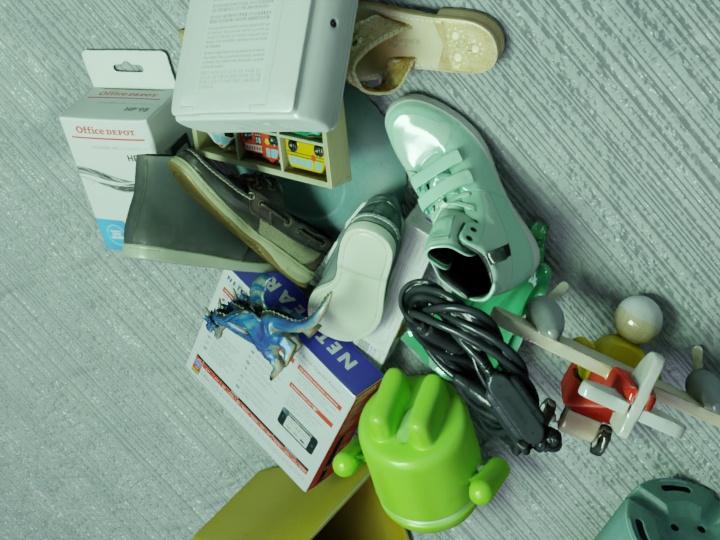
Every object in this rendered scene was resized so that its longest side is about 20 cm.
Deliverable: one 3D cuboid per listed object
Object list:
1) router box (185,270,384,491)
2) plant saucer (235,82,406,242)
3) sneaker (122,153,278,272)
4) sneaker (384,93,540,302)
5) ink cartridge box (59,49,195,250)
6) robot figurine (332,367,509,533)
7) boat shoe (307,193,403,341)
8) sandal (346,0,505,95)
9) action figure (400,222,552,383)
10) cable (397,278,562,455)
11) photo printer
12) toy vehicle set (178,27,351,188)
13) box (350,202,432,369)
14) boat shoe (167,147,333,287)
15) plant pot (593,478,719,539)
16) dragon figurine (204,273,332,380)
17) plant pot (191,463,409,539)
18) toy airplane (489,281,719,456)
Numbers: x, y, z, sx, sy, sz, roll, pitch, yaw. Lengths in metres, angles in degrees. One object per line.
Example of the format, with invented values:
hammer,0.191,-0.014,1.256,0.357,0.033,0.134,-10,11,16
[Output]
router box,-0.083,0.106,1.673,0.200,0.049,0.180,45,138,16
plant saucer,-0.052,-0.102,1.528,0.199,0.039,0.203,17,132,20
sneaker,-0.136,-0.056,1.560,0.074,0.198,0.108,8,92,51
sneaker,0.077,-0.065,1.397,0.074,0.118,0.201,-37,87,29
ink cartridge box,-0.228,-0.118,1.608,0.115,0.067,0.202,5,127,30
robot figurine,0.064,0.188,1.619,0.173,0.116,0.201,6,141,19
boat shoe,0.000,0.000,1.534,0.072,0.062,0.201,22,145,0
sandal,0.018,-0.188,1.387,0.210,0.070,0.078,3,125,30
action figure,0.128,0.030,1.507,0.118,0.055,0.201,34,129,6
cable,0.103,0.083,1.438,0.201,0.051,0.163,52,172,-13
photo printer,-0.077,-0.220,1.357,0.165,0.203,0.069,3,171,41
toy vehicle set,-0.090,-0.154,1.461,0.199,0.026,0.126,16,121,44
box,0.038,0.018,1.565,0.041,0.039,0.201,29,135,8
boat shoe,-0.101,-0.061,1.490,0.073,0.065,0.200,35,174,47
plant pot,0.288,0.323,1.553,0.199,0.200,0.197,30,128,9
dragon figurine,-0.095,0.044,1.539,0.099,0.059,0.200,42,157,-1
plant pot,-0.072,0.333,1.796,0.175,0.200,0.202,12,131,41
toy airplane,0.234,0.086,1.421,0.198,0.142,0.200,15,166,39
